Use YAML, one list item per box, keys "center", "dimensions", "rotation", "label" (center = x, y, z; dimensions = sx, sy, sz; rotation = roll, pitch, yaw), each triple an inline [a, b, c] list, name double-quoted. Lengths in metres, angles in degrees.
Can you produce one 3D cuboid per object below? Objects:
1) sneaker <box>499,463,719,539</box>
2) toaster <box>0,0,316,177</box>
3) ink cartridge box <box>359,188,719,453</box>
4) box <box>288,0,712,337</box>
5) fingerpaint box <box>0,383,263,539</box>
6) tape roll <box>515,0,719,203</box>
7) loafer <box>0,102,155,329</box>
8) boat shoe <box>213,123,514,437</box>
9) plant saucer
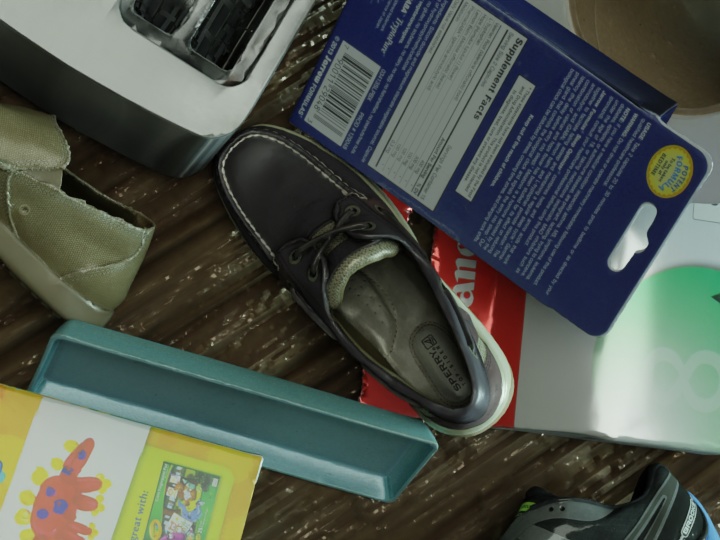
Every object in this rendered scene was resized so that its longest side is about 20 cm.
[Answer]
- center: [0.088, 0.158, 1.095]
  dimensions: [0.199, 0.071, 0.083]
  rotation: [-22, 76, -17]
  label: "sneaker"
- center: [-0.114, -0.157, 1.044]
  dimensions: [0.181, 0.119, 0.200]
  rotation: [32, 77, -8]
  label: "toaster"
- center: [0.108, 0.006, 1.113]
  dimensions: [0.199, 0.050, 0.161]
  rotation: [8, 81, -16]
  label: "ink cartridge box"
- center: [0.071, -0.069, 1.054]
  dimensions: [0.200, 0.121, 0.032]
  rotation: [37, 32, 13]
  label: "box"
- center: [-0.156, 0.165, 1.021]
  dimensions: [0.166, 0.073, 0.201]
  rotation: [16, 80, -13]
  label: "fingerpaint box"
- center: [0.180, -0.152, 1.050]
  dimensions: [0.203, 0.203, 0.139]
  rotation: [51, 47, -4]
  label: "tape roll"
- center: [-0.177, -0.057, 1.023]
  dimensions: [0.067, 0.076, 0.200]
  rotation: [-43, 116, 2]
  label: "loafer"
- center: [0.000, 0.000, 1.065]
  dimensions: [0.072, 0.065, 0.200]
  rotation: [-40, 80, -1]
  label: "boat shoe"
- center: [-0.064, 0.070, 1.062]
  dimensions: [0.199, 0.070, 0.019]
  rotation: [18, 55, -12]
  label: "plant saucer"
